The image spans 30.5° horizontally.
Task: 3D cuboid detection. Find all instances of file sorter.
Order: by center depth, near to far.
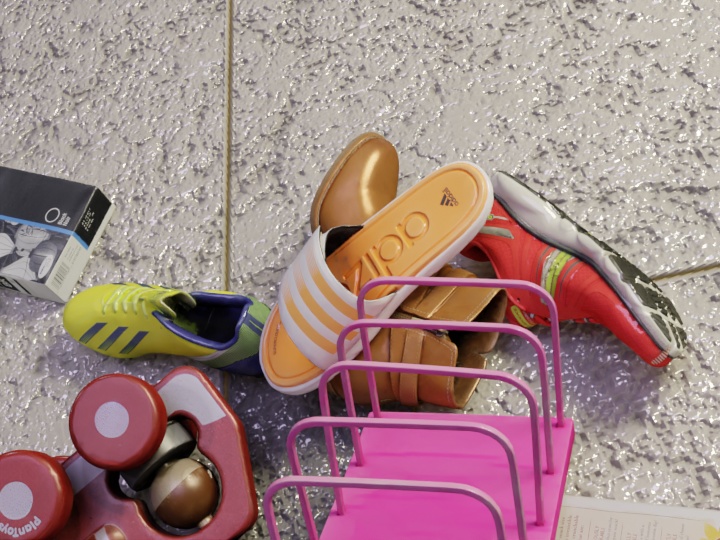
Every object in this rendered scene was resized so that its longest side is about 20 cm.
[{"bbox_3d":[0.039,0.106,0.765,0.138,0.126,0.200,0,32,17],"label":"file sorter"}]

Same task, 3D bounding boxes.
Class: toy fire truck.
[{"bbox_3d":[-0.157,0.173,0.920,0.200,0.112,0.168,-38,78,-2],"label":"toy fire truck"}]

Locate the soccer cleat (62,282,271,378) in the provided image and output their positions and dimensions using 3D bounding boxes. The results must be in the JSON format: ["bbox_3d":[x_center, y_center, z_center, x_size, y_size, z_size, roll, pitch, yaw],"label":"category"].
[{"bbox_3d":[-0.149,0.033,0.999,0.199,0.084,0.065,8,65,27],"label":"soccer cleat"}]

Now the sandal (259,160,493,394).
[{"bbox_3d":[-0.004,-0.006,0.887,0.207,0.059,0.079,-44,55,11],"label":"sandal"}]

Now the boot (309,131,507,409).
[{"bbox_3d":[0.032,-0.001,0.934,0.155,0.077,0.201,7,69,38],"label":"boot"}]

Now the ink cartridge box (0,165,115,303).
[{"bbox_3d":[-0.316,-0.040,1.141,0.199,0.039,0.100,11,66,28],"label":"ink cartridge box"}]

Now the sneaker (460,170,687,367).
[{"bbox_3d":[0.141,0.013,0.911,0.085,0.077,0.200,-54,49,10],"label":"sneaker"}]

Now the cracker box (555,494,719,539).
[{"bbox_3d":[0.162,0.209,0.782,0.199,0.058,0.135,3,61,23],"label":"cracker box"}]
